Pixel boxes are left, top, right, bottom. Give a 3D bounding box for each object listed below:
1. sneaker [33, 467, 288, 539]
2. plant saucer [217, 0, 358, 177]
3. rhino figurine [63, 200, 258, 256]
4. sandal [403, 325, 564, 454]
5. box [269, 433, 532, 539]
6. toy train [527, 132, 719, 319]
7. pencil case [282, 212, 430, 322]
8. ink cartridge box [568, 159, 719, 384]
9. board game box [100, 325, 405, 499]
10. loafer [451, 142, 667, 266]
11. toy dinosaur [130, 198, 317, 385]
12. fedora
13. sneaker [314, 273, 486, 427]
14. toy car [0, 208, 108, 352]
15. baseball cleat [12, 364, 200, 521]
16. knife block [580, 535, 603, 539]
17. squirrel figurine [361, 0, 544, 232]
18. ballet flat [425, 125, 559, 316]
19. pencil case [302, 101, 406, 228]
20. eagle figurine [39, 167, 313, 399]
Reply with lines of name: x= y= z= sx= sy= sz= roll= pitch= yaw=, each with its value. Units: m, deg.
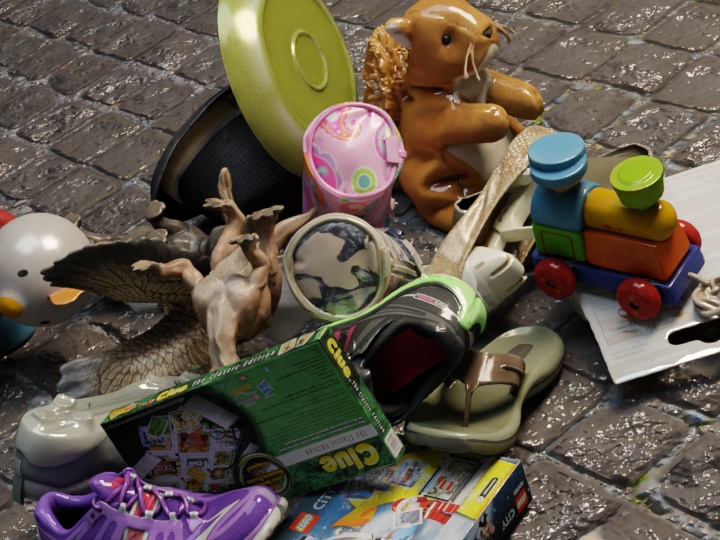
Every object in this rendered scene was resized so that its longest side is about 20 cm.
sneaker: x=-0.144 y=0.173 z=1.126 sx=0.199 sy=0.084 sz=0.081 roll=-12 pitch=22 yaw=26
plant saucer: x=-0.055 y=-0.181 z=1.462 sx=0.031 sy=0.201 sz=0.201 roll=-16 pitch=29 yaw=28
rhino figurine: x=-0.164 y=-0.017 z=1.452 sx=0.198 sy=0.088 sz=0.060 roll=-5 pitch=55 yaw=22
sandal: x=0.086 y=0.075 z=1.172 sx=0.079 sy=0.058 sz=0.201 roll=5 pitch=24 yaw=23
box: x=0.006 y=0.190 z=1.089 sx=0.136 sy=0.038 sz=0.200 roll=8 pitch=41 yaw=38
toy train: x=0.210 y=-0.031 z=1.178 sx=0.199 sy=0.116 sz=0.085 roll=14 pitch=49 yaw=35
pencil case: x=0.000 y=0.000 z=1.259 sx=0.089 sy=0.078 sz=0.200 roll=-13 pitch=-4 yaw=9
ink cartridge box: x=0.241 y=0.009 z=1.251 sx=0.159 sy=0.047 sz=0.201 roll=-17 pitch=41 yaw=2
board game box: x=-0.076 y=0.114 z=1.135 sx=0.199 sy=0.105 sz=0.023 roll=-21 pitch=17 yaw=31
loafer: x=0.161 y=-0.059 z=1.358 sx=0.199 sy=0.070 sz=0.075 roll=-25 pitch=32 yaw=-10
toy dinosaur: x=-0.091 y=0.028 z=1.239 sx=0.085 sy=0.136 sz=0.200 roll=-2 pitch=27 yaw=26
fedora: x=-0.094 y=-0.094 z=1.503 sx=0.200 sy=0.201 sz=0.092 roll=-37 pitch=70 yaw=-27
sneaker: x=-0.002 y=0.074 z=1.144 sx=0.200 sy=0.077 sz=0.084 roll=-39 pitch=13 yaw=28
toy car: x=-0.298 y=0.011 z=1.382 sx=0.199 sy=0.185 sz=0.177 roll=0 pitch=36 yaw=27
baseball cleat: x=-0.175 y=0.134 z=1.245 sx=0.199 sy=0.107 sz=0.070 roll=-4 pitch=26 yaw=-38
knife block: x=0.101 y=0.253 z=0.827 sx=0.064 sy=0.202 sz=0.175 roll=7 pitch=10 yaw=35
squirrel figurine: x=0.061 y=-0.156 z=1.447 sx=0.199 sy=0.188 sz=0.141 roll=18 pitch=47 yaw=44
ballet flat: x=0.110 y=-0.025 z=1.280 sx=0.065 sy=0.070 sz=0.201 roll=15 pitch=73 yaw=54
pencil case: x=-0.007 y=-0.073 z=1.366 sx=0.087 sy=0.088 sz=0.200 roll=-23 pitch=-12 yaw=-6
eagle figurine: x=-0.149 y=0.031 z=1.323 sx=0.151 sy=0.152 sz=0.200 roll=-41 pitch=-5 yaw=39
